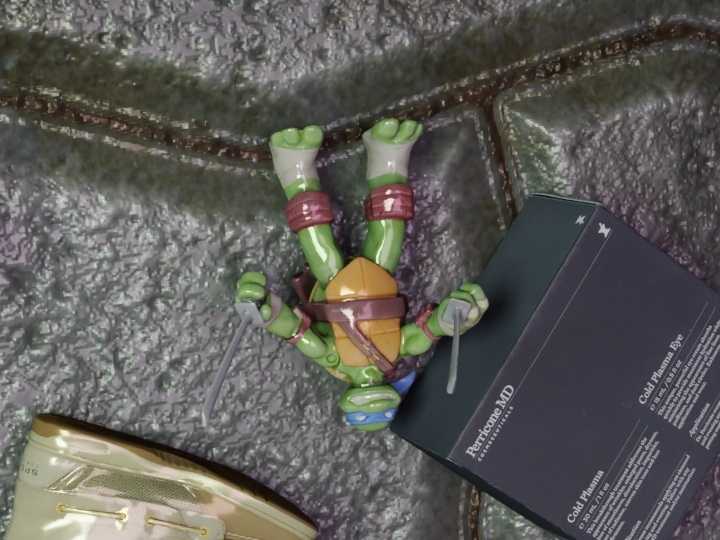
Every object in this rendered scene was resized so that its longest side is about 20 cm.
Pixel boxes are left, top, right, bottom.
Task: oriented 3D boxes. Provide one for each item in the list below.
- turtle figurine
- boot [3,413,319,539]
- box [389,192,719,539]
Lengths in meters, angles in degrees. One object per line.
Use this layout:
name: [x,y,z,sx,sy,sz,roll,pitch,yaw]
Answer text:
turtle figurine: [0.000,0.000,1.048,0.200,0.144,0.195,13,68,-63]
boot: [-0.139,0.192,1.067,0.200,0.073,0.156,21,88,-21]
box: [0.156,0.078,1.154,0.182,0.104,0.200,35,83,-22]
